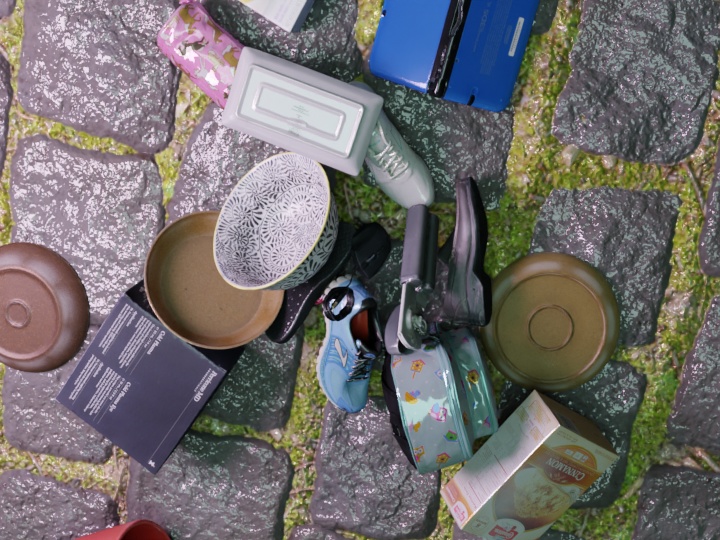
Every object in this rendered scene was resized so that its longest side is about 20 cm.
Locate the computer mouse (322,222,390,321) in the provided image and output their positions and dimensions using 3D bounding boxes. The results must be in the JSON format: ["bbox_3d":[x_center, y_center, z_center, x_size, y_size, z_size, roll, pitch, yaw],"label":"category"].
[{"bbox_3d":[0.000,0.000,1.304,0.033,0.201,0.059,-9,123,29],"label":"computer mouse"}]

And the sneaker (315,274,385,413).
[{"bbox_3d":[-0.010,0.113,1.361,0.077,0.090,0.204,-17,119,-31],"label":"sneaker"}]

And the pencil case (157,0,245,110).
[{"bbox_3d":[-0.182,-0.274,1.325,0.199,0.083,0.087,40,72,-1],"label":"pencil case"}]

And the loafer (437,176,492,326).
[{"bbox_3d":[0.136,-0.024,1.338,0.071,0.073,0.205,-2,93,19],"label":"loafer"}]

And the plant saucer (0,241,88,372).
[{"bbox_3d":[-0.506,0.061,1.471,0.196,0.037,0.205,2,104,8],"label":"plant saucer"}]

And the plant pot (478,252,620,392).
[{"bbox_3d":[0.262,0.077,1.366,0.196,0.028,0.204,2,103,8],"label":"plant pot"}]

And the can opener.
[{"bbox_3d":[0.062,0.012,1.300,0.066,0.053,0.204,-15,56,35],"label":"can opener"}]

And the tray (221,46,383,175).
[{"bbox_3d":[-0.078,-0.206,1.272,0.197,0.022,0.109,21,102,3],"label":"tray"}]

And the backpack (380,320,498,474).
[{"bbox_3d":[0.105,0.170,1.320,0.150,0.200,0.179,-12,100,10],"label":"backpack"}]

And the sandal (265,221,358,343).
[{"bbox_3d":[-0.066,0.017,1.385,0.201,0.045,0.075,-55,49,11],"label":"sandal"}]

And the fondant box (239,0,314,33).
[{"bbox_3d":[-0.136,-0.428,1.295,0.198,0.058,0.146,32,105,1],"label":"fondant box"}]

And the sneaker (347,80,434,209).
[{"bbox_3d":[0.029,-0.160,1.320,0.070,0.080,0.202,-35,97,12],"label":"sneaker"}]

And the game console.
[{"bbox_3d":[0.127,-0.332,1.298,0.168,0.118,0.204,8,106,-26],"label":"game console"}]

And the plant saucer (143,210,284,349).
[{"bbox_3d":[-0.204,0.016,1.370,0.196,0.035,0.204,7,67,-17],"label":"plant saucer"}]

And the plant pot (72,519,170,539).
[{"bbox_3d":[-0.394,0.485,1.479,0.174,0.200,0.204,-12,101,21],"label":"plant pot"}]

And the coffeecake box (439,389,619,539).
[{"bbox_3d":[0.232,0.281,1.354,0.152,0.073,0.201,28,109,-38],"label":"coffeecake box"}]

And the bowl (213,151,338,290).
[{"bbox_3d":[-0.097,-0.049,1.339,0.200,0.203,0.094,-37,139,15],"label":"bowl"}]

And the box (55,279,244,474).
[{"bbox_3d":[-0.301,0.149,1.417,0.181,0.104,0.201,37,106,-1],"label":"box"}]
